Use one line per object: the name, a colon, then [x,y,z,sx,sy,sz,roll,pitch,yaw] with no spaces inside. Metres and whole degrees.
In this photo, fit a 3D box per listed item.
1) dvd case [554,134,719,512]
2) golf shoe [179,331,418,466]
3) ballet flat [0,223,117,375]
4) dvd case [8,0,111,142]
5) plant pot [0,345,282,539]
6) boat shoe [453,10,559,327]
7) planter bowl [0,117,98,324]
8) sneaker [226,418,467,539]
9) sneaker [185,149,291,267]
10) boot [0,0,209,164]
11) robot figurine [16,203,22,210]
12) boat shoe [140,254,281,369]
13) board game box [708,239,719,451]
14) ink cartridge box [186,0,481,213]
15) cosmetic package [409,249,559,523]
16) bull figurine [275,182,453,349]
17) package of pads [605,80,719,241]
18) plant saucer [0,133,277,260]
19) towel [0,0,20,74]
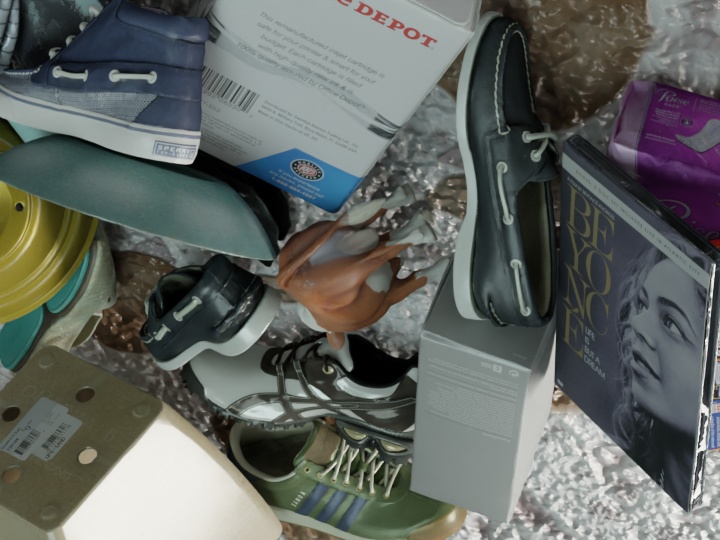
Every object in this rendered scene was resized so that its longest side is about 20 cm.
dvd case: [0.170,0.034,1.287,0.149,0.016,0.201,46,147,43]
golf shoe: [-0.036,0.074,1.550,0.198,0.078,0.095,12,126,5]
ballet flat: [-0.223,0.019,1.598,0.062,0.068,0.200,1,152,-32]
dvd case: [-0.230,-0.179,1.378,0.201,0.022,0.146,53,134,2]
plant pot: [-0.211,0.180,1.584,0.199,0.200,0.178,24,149,33]
boat shoe: [0.099,-0.063,1.306,0.060,0.075,0.202,9,113,30]
planter bowl: [-0.278,-0.050,1.444,0.200,0.201,0.083,41,180,-15]
sneaker: [-0.019,0.160,1.619,0.198,0.067,0.090,6,139,25]
sneaker: [-0.138,-0.082,1.447,0.198,0.060,0.105,20,133,2]
boot: [-0.164,-0.129,1.302,0.199,0.072,0.091,17,99,43]
robot figurine: [-0.325,-0.038,1.542,0.169,0.113,0.200,-24,118,42]
boat shoe: [-0.121,0.024,1.497,0.060,0.076,0.200,41,154,-16]
board game box: [0.304,0.034,1.292,0.198,0.047,0.152,-10,136,1]
ink cartridge box: [-0.030,-0.147,1.301,0.146,0.086,0.200,26,137,-13]
cosmetic package: [0.090,0.076,1.442,0.089,0.107,0.201,18,143,9]
bull figurine: [0.000,0.000,1.414,0.121,0.200,0.065,-30,81,4]
package of pads: [0.208,-0.018,1.331,0.119,0.076,0.201,15,136,8]
plant saucer: [-0.144,-0.055,1.334,0.199,0.201,0.039,19,94,8]
towel: [-0.304,-0.198,1.348,0.165,0.085,0.201,33,132,19]
